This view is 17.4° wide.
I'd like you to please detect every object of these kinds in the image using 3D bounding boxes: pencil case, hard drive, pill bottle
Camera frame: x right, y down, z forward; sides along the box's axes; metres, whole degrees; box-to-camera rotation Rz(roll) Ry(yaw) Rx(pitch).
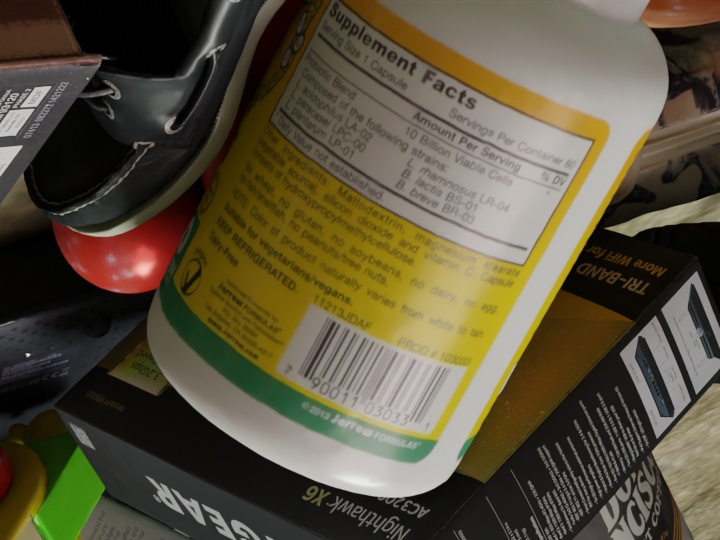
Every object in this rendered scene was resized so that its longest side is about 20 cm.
[{"bbox_3d":[0.131,-0.063,0.932,0.199,0.089,0.078,-19,119,-6],"label":"pencil case"},{"bbox_3d":[-0.154,0.049,0.958,0.135,0.042,0.200,-16,158,-23],"label":"hard drive"},{"bbox_3d":[0.024,-0.042,0.717,0.113,0.113,0.200,3,120,-53],"label":"pill bottle"}]

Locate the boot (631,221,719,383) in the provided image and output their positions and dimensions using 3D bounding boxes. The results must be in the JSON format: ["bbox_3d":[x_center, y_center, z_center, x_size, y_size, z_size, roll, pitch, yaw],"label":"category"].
[{"bbox_3d":[0.192,0.017,0.947,0.198,0.074,0.162,1,174,14],"label":"boot"}]

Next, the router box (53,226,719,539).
[{"bbox_3d":[0.008,0.040,0.847,0.157,0.200,0.052,-45,128,-23],"label":"router box"}]

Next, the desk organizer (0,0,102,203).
[{"bbox_3d":[-0.159,-0.033,0.688,0.072,0.077,0.200,-9,155,-38],"label":"desk organizer"}]

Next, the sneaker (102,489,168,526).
[{"bbox_3d":[-0.085,0.083,1.085,0.200,0.074,0.080,-33,157,20],"label":"sneaker"}]

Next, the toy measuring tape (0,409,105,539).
[{"bbox_3d":[-0.158,0.125,0.884,0.074,0.073,0.200,-46,-168,46],"label":"toy measuring tape"}]

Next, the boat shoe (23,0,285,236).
[{"bbox_3d":[-0.062,-0.080,0.691,0.066,0.075,0.199,-3,151,-42],"label":"boat shoe"}]

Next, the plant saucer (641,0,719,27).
[{"bbox_3d":[0.162,-0.156,0.821,0.200,0.038,0.200,-21,160,-8],"label":"plant saucer"}]

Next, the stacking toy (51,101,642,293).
[{"bbox_3d":[-0.008,-0.038,0.811,0.199,0.086,0.085,-17,159,-11],"label":"stacking toy"}]

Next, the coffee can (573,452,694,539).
[{"bbox_3d":[0.063,0.126,0.941,0.146,0.146,0.200,-26,126,4],"label":"coffee can"}]

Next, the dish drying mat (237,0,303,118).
[{"bbox_3d":[-0.008,-0.096,0.799,0.077,0.018,0.200,-10,156,-38],"label":"dish drying mat"}]

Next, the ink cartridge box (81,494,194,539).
[{"bbox_3d":[-0.108,0.154,1.061,0.043,0.200,0.196,-65,-170,-24],"label":"ink cartridge box"}]
